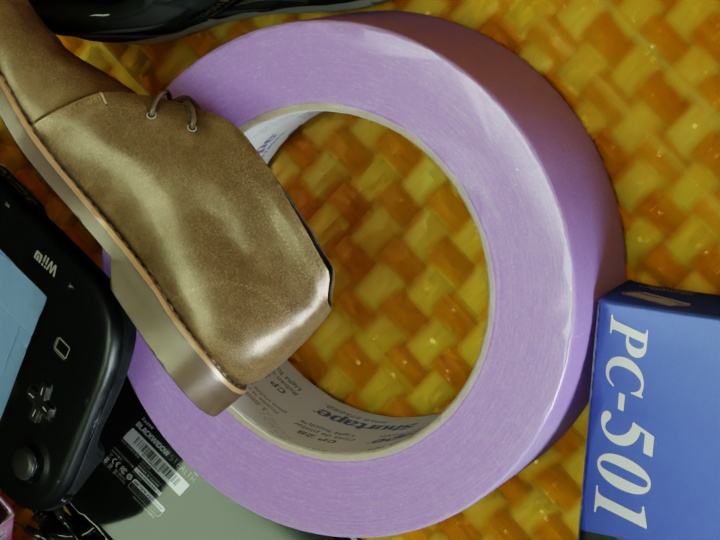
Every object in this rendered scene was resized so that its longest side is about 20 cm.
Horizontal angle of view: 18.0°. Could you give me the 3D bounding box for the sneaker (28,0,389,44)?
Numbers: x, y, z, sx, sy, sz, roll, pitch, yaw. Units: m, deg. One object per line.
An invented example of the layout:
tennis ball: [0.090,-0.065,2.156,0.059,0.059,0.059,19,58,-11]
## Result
sneaker: [-0.045,-0.127,0.878,0.199,0.088,0.076,-17,92,26]

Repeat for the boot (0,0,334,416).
boot: [-0.084,-0.048,0.861,0.075,0.074,0.200,-37,87,7]

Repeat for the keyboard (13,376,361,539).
keyboard: [-0.093,0.093,0.979,0.104,0.040,0.200,-46,78,0]

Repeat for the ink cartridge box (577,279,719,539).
ink cartridge box: [0.131,0.110,0.866,0.094,0.044,0.201,8,102,21]

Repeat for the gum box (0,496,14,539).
gum box: [-0.240,0.072,0.983,0.200,0.066,0.114,44,156,11]

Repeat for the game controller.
game controller: [-0.161,0.009,0.945,0.200,0.042,0.105,40,125,37]

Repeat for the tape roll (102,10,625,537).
tape roll: [0.000,0.000,0.895,0.199,0.066,0.201,4,100,23]
